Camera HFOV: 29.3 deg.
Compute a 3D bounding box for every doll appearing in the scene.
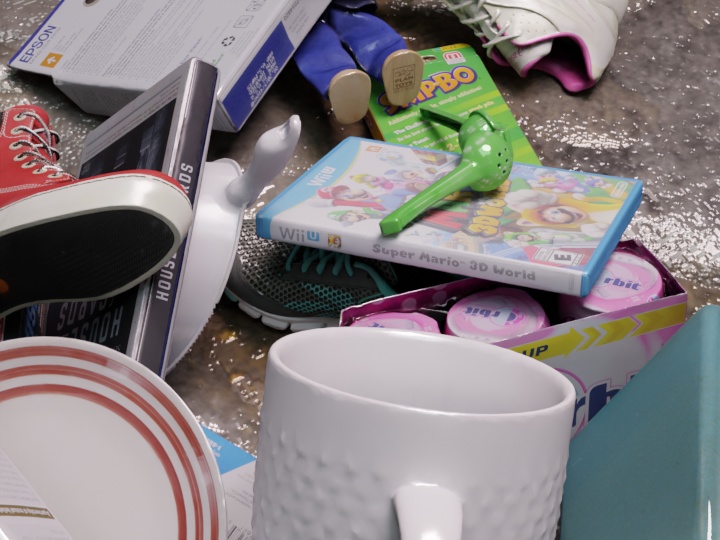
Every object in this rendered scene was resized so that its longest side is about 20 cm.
[{"bbox_3d":[-0.019,-0.186,0.998,0.136,0.048,0.200,-21,47,-11],"label":"doll"}]

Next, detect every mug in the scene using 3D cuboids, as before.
[{"bbox_3d":[0.020,0.135,0.640,0.148,0.175,0.200,6,11,-5],"label":"mug"}]

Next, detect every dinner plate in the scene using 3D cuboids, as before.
[{"bbox_3d":[-0.163,0.133,0.689,0.200,0.024,0.200,-2,74,8],"label":"dinner plate"}]

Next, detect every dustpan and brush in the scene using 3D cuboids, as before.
[{"bbox_3d":[-0.089,-0.031,0.819,0.057,0.200,0.140,10,53,-17],"label":"dustpan and brush"}]

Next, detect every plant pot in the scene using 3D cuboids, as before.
[{"bbox_3d":[0.185,0.153,0.691,0.141,0.141,0.200,31,38,-6],"label":"plant pot"}]

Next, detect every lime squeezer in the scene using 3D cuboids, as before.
[{"bbox_3d":[0.062,-0.069,0.853,0.071,0.038,0.200,-26,20,20],"label":"lime squeezer"}]

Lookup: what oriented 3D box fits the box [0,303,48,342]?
[{"bbox_3d":[-0.289,0.035,0.820,0.198,0.050,0.200,-6,56,2],"label":"box"}]

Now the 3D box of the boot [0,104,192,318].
[{"bbox_3d":[-0.169,-0.051,0.762,0.200,0.072,0.144,-15,47,30],"label":"boot"}]

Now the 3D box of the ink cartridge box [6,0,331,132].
[{"bbox_3d":[-0.121,-0.189,0.982,0.200,0.041,0.200,13,58,33],"label":"ink cartridge box"}]

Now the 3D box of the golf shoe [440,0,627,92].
[{"bbox_3d":[0.101,-0.195,0.994,0.200,0.075,0.092,18,67,-14],"label":"golf shoe"}]

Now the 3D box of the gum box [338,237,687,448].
[{"bbox_3d":[0.083,0.064,0.802,0.200,0.114,0.066,-13,36,-14],"label":"gum box"}]

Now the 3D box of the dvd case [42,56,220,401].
[{"bbox_3d":[-0.141,-0.009,0.803,0.025,0.150,0.200,21,66,-30],"label":"dvd case"}]

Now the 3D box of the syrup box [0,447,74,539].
[{"bbox_3d":[-0.164,0.159,0.628,0.079,0.081,0.200,-42,74,-1],"label":"syrup box"}]

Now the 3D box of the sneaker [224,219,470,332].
[{"bbox_3d":[0.000,0.000,0.860,0.200,0.091,0.078,18,55,7],"label":"sneaker"}]

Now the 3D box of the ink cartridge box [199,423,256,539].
[{"bbox_3d":[-0.111,0.189,0.736,0.115,0.068,0.200,28,58,16],"label":"ink cartridge box"}]

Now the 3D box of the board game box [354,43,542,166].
[{"bbox_3d":[0.064,-0.085,0.947,0.096,0.030,0.200,-11,50,-12],"label":"board game box"}]

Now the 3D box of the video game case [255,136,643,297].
[{"bbox_3d":[0.057,-0.038,0.833,0.200,0.018,0.143,10,29,20],"label":"video game case"}]
